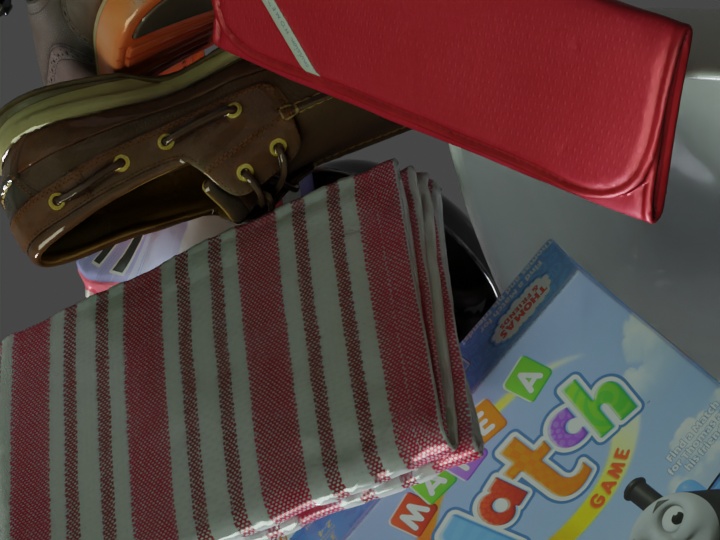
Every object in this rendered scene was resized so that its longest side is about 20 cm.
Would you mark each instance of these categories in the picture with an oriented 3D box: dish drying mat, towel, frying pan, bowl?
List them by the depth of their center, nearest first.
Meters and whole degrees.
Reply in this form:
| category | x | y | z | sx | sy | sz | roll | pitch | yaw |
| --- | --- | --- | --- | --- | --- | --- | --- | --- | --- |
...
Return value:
| category | x | y | z | sx | sy | sz | roll | pitch | yaw |
| --- | --- | --- | --- | --- | --- | --- | --- | --- | --- |
| dish drying mat | 0.025 | -0.083 | 0.781 | 0.200 | 0.018 | 0.077 | 25 | 125 | 30 |
| towel | -0.052 | 0.050 | 0.820 | 0.200 | 0.146 | 0.030 | -24 | 134 | 17 |
| bowl | 0.146 | -0.023 | 0.831 | 0.200 | 0.075 | 0.200 | 4 | 137 | 29 |
| frying pan | 0.015 | 0.008 | 0.990 | 0.115 | 0.031 | 0.190 | 31 | 155 | 12 |

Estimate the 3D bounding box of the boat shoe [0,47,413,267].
| category | x | y | z | sx | sy | sz | roll | pitch | yaw |
| --- | --- | --- | --- | --- | --- | --- | --- | --- | --- |
| boat shoe | -0.048 | -0.049 | 0.872 | 0.200 | 0.068 | 0.072 | -15 | 153 | 3 |

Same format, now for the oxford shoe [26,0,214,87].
| category | x | y | z | sx | sy | sz | roll | pitch | yaw |
| --- | --- | --- | --- | --- | --- | --- | --- | --- | --- |
| oxford shoe | -0.107 | -0.090 | 0.942 | 0.073 | 0.071 | 0.200 | 51 | 150 | 17 |

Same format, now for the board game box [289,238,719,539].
| category | x | y | z | sx | sy | sz | roll | pitch | yaw |
| --- | --- | --- | --- | --- | --- | --- | --- | --- | --- |
| board game box | 0.095 | 0.104 | 0.837 | 0.200 | 0.151 | 0.037 | 37 | -173 | -25 |

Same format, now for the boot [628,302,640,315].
| category | x | y | z | sx | sy | sz | roll | pitch | yaw |
| --- | --- | --- | --- | --- | --- | --- | --- | --- | --- |
| boot | 0.096 | 0.110 | 0.974 | 0.097 | 0.075 | 0.200 | 33 | 109 | -1 |

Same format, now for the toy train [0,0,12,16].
| category | x | y | z | sx | sy | sz | roll | pitch | yaw |
| --- | --- | --- | --- | --- | --- | --- | --- | --- | --- |
| toy train | -0.182 | -0.107 | 0.971 | 0.034 | 0.046 | 0.200 | 35 | 144 | -9 |

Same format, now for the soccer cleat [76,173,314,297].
| category | x | y | z | sx | sy | sz | roll | pitch | yaw |
| --- | --- | --- | --- | --- | --- | --- | --- | --- | --- |
| soccer cleat | -0.072 | -0.016 | 0.990 | 0.067 | 0.077 | 0.200 | 3 | -178 | -28 |

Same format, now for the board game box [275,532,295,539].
| category | x | y | z | sx | sy | sz | roll | pitch | yaw |
| --- | --- | --- | --- | --- | --- | --- | --- | --- | --- |
| board game box | 0.000 | 0.131 | 0.885 | 0.200 | 0.064 | 0.148 | -15 | 114 | -4 |
